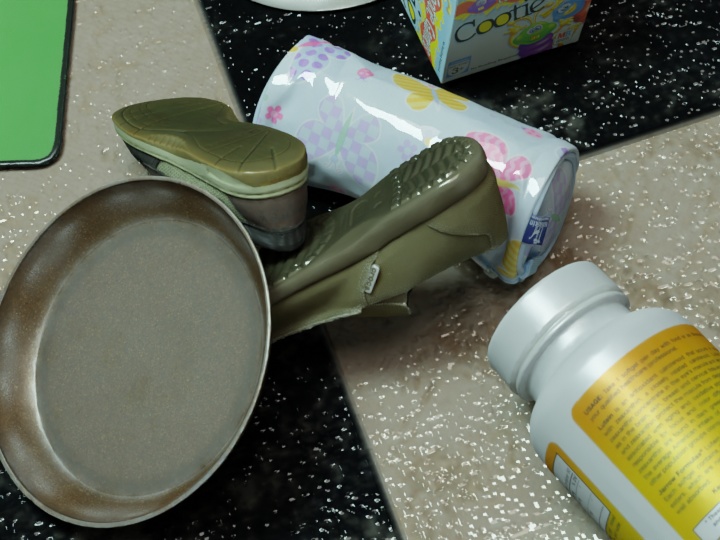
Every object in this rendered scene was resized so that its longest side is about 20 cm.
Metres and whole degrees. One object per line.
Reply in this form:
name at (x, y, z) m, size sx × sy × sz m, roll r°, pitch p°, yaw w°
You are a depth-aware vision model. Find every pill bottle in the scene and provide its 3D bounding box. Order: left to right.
pill bottle at (0.161, 0.091, 0.918) m, size 0.111 × 0.111 × 0.200 m, roll -34°, pitch 62°, yaw -16°

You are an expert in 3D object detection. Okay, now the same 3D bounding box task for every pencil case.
pencil case at (0.033, -0.068, 1.041) m, size 0.199 × 0.091 × 0.083 m, roll 26°, pitch 29°, yaw 17°

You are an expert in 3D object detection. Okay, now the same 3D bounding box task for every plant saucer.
plant saucer at (-0.128, 0.047, 0.972) m, size 0.199 × 0.032 × 0.201 m, roll -9°, pitch 70°, yaw 28°

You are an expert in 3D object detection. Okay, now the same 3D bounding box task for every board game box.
board game box at (0.064, -0.241, 1.114) m, size 0.104 × 0.103 × 0.201 m, roll -18°, pitch 66°, yaw -13°

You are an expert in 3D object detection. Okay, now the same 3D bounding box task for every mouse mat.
mouse mat at (-0.293, -0.132, 1.147) m, size 0.199 × 0.008 × 0.162 m, roll -3°, pitch 58°, yaw 4°

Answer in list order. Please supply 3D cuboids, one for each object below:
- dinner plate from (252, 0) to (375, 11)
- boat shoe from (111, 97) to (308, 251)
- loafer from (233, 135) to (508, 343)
dinner plate at (-0.027, -0.264, 1.199) m, size 0.199 × 0.024 × 0.201 m, roll -1°, pitch 59°, yaw 2°
boat shoe at (-0.092, -0.058, 1.028) m, size 0.072 × 0.066 × 0.201 m, roll -17°, pitch 23°, yaw -27°
loafer at (0.000, 0.000, 0.981) m, size 0.200 × 0.068 × 0.076 m, roll -30°, pitch 22°, yaw 26°
